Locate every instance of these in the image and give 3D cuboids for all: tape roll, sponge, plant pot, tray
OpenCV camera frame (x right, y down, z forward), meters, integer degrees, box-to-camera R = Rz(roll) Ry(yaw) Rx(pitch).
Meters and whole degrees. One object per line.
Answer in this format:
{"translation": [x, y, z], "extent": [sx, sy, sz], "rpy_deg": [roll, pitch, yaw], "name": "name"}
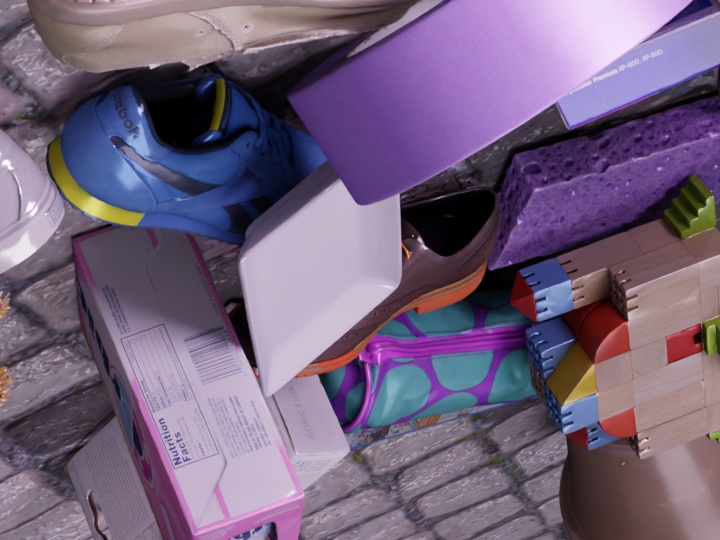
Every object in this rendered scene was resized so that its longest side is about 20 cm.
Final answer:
{"translation": [0.064, -0.112, 1.210], "extent": [0.200, 0.066, 0.200], "rpy_deg": [-34, -173, 5], "name": "tape roll"}
{"translation": [0.176, -0.060, 1.597], "extent": [0.200, 0.030, 0.112], "rpy_deg": [-17, 157, -19], "name": "sponge"}
{"translation": [0.229, 0.130, 1.902], "extent": [0.200, 0.200, 0.175], "rpy_deg": [-26, 138, 4], "name": "plant pot"}
{"translation": [-0.024, -0.004, 1.370], "extent": [0.107, 0.022, 0.200], "rpy_deg": [-41, 162, -15], "name": "tray"}

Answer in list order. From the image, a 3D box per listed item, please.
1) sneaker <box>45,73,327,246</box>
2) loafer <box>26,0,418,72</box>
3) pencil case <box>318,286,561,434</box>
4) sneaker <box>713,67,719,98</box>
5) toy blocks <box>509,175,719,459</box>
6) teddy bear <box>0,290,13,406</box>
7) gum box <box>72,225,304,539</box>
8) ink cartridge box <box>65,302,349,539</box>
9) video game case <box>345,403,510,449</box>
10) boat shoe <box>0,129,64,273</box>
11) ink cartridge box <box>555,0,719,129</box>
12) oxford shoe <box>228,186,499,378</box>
{"translation": [-0.065, -0.060, 1.312], "extent": [0.200, 0.066, 0.078], "rpy_deg": [5, 145, -48], "name": "sneaker"}
{"translation": [-0.061, -0.132, 1.159], "extent": [0.200, 0.076, 0.068], "rpy_deg": [-5, 154, -22], "name": "loafer"}
{"translation": [0.056, 0.052, 1.653], "extent": [0.200, 0.085, 0.092], "rpy_deg": [-8, 168, -34], "name": "pencil case"}
{"translation": [0.268, -0.129, 1.457], "extent": [0.075, 0.090, 0.200], "rpy_deg": [-13, 155, -25], "name": "sneaker"}
{"translation": [0.168, 0.051, 1.624], "extent": [0.137, 0.100, 0.200], "rpy_deg": [-20, 132, -11], "name": "toy blocks"}
{"translation": [-0.262, 0.065, 1.391], "extent": [0.145, 0.067, 0.200], "rpy_deg": [6, 142, -46], "name": "teddy bear"}
{"translation": [-0.095, 0.081, 1.415], "extent": [0.066, 0.200, 0.114], "rpy_deg": [-19, 155, -13], "name": "gum box"}
{"translation": [-0.100, 0.117, 1.608], "extent": [0.050, 0.109, 0.200], "rpy_deg": [0, 148, -44], "name": "ink cartridge box"}
{"translation": [0.060, 0.073, 1.790], "extent": [0.200, 0.018, 0.143], "rpy_deg": [-15, 156, -23], "name": "video game case"}
{"translation": [-0.245, -0.009, 1.252], "extent": [0.200, 0.072, 0.069], "rpy_deg": [-22, 119, 17], "name": "boat shoe"}
{"translation": [0.145, -0.112, 1.324], "extent": [0.095, 0.037, 0.200], "rpy_deg": [-23, -174, 8], "name": "ink cartridge box"}
{"translation": [0.000, 0.000, 1.499], "extent": [0.200, 0.071, 0.073], "rpy_deg": [-28, 156, -35], "name": "oxford shoe"}
